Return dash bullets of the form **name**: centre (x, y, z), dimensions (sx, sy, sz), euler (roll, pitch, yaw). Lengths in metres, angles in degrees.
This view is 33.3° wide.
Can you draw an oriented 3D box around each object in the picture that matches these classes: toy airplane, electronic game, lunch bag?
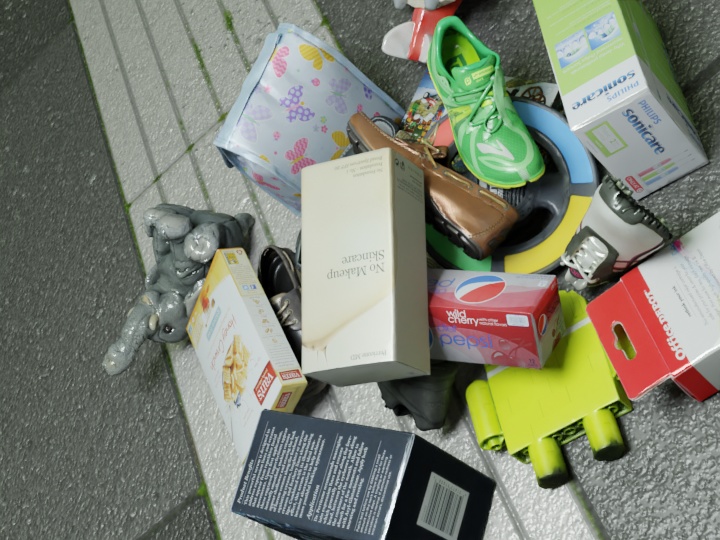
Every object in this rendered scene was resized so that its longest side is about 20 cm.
- **toy airplane**: centre (0.078, -0.342, 1.415), dimensions (0.200, 0.140, 0.201), euler (-39, 25, 48)
- **electronic game**: centre (0.144, -0.083, 1.229), dimensions (0.197, 0.042, 0.203), euler (-2, 76, 8)
- **lunch bag**: centre (-0.069, -0.171, 1.406), dimensions (0.126, 0.199, 0.171), euler (16, 78, 44)

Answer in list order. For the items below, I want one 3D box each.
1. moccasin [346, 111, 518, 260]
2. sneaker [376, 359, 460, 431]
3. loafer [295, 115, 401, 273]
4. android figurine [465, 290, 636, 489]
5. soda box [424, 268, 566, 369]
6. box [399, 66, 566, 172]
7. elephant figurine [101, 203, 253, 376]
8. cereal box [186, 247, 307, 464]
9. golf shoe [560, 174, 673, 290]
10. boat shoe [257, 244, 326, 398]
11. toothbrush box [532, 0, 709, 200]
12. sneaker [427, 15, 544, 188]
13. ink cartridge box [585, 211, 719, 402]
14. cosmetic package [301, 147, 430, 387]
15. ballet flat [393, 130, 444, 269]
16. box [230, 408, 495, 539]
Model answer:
- **moccasin**: centre (0.068, -0.097, 1.195), dimensions (0.201, 0.074, 0.078), euler (37, 78, 24)
- **sneaker**: centre (0.037, 0.098, 1.250), dimensions (0.200, 0.075, 0.092), euler (-131, 40, -62)
- **loafer**: centre (-0.013, -0.082, 1.347), dimensions (0.068, 0.070, 0.202), euler (28, 90, 18)
- **android figurine**: centre (0.182, 0.100, 1.150), dimensions (0.181, 0.041, 0.202), euler (-30, 51, 25)
- **soda box**: centre (0.090, 0.042, 1.149), dimensions (0.198, 0.064, 0.070), euler (3, 33, 32)
- **box**: centre (0.128, -0.151, 1.340), dimensions (0.199, 0.038, 0.138), euler (18, 78, 45)
- **elephant figurine**: centre (-0.223, 0.026, 1.488), dimensions (0.142, 0.153, 0.203), euler (-109, 29, -77)
- **cereal box**: centre (-0.133, 0.095, 1.360), dimensions (0.201, 0.039, 0.145), euler (61, 140, 34)
- **golf shoe**: centre (0.226, -0.024, 1.082), dimensions (0.088, 0.200, 0.077), euler (-46, 76, 1)
- **boat shoe**: centre (-0.087, 0.056, 1.382), dimensions (0.074, 0.073, 0.201), euler (-34, 48, 21)
- **toothbrush box**: centre (0.252, -0.195, 1.183), dimensions (0.086, 0.145, 0.202), euler (-29, 51, 24)
- **sneaker**: centre (0.116, -0.167, 1.199), dimensions (0.073, 0.084, 0.201), euler (-27, 67, -2)
- **ink cartridge box**: centre (0.311, 0.030, 1.058), dimensions (0.199, 0.067, 0.117), euler (-36, 48, 19)
- **cosmetic package**: centre (0.004, -0.001, 1.119), dimensions (0.103, 0.073, 0.203), euler (-12, 69, 28)
- **ballet flat**: centre (0.082, -0.057, 1.286), dimensions (0.075, 0.068, 0.203), euler (-11, 80, 28)
- **box**: centre (0.002, 0.217, 1.160), dimensions (0.198, 0.148, 0.108), euler (3, 68, 42)
